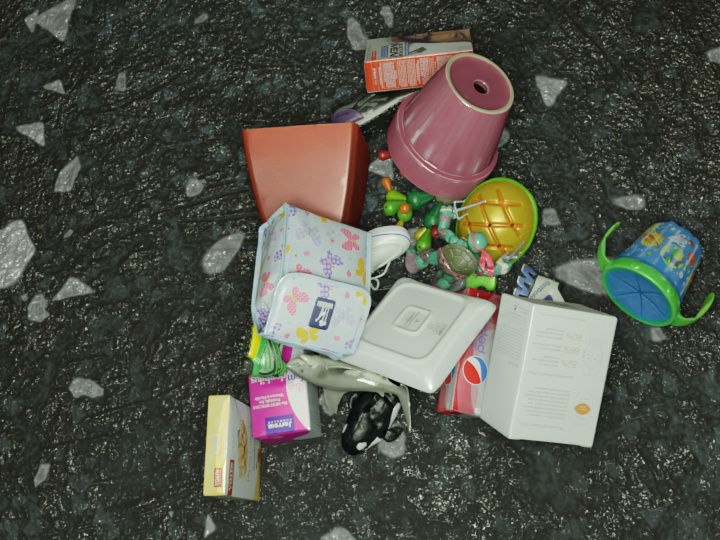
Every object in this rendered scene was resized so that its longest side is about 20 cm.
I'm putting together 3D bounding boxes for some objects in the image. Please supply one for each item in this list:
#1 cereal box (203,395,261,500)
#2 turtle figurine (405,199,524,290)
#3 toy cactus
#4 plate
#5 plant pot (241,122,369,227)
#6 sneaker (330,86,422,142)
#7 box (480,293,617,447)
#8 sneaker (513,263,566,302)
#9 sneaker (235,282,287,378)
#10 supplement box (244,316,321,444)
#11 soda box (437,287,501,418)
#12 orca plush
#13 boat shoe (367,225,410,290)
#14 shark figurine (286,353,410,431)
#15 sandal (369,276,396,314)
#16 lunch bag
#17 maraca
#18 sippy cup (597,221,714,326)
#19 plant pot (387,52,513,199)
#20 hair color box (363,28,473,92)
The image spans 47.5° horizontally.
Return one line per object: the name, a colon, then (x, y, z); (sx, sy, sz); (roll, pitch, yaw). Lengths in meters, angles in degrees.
cereal box: (-0.198, 0.285, 1.292); (0.038, 0.200, 0.148); (-2, 73, 7)
turtle figurine: (0.161, -0.032, 1.329); (0.100, 0.199, 0.151); (-38, 92, -40)
toy cactus: (0.117, -0.137, 1.444); (0.161, 0.103, 0.204); (-13, 63, -7)
plate: (0.085, 0.088, 1.294); (0.197, 0.033, 0.200); (15, 49, 38)
plant pot: (-0.086, -0.136, 1.417); (0.194, 0.200, 0.181); (-3, 83, 7)
sneaker: (0.037, -0.310, 1.510); (0.196, 0.076, 0.089); (-24, 65, 0)
box: (0.286, 0.151, 1.259); (0.149, 0.106, 0.205); (9, 95, -18)
sneaker: (0.294, 0.095, 1.347); (0.112, 0.081, 0.204); (15, 74, 14)
sneaker: (-0.143, 0.078, 1.320); (0.084, 0.078, 0.205); (18, 65, -23)
supplement box: (-0.129, 0.178, 1.368); (0.098, 0.104, 0.205); (-9, 73, 5)
soda box: (0.179, 0.136, 1.347); (0.062, 0.070, 0.205); (13, 74, -13)
orca plush: (0.041, 0.221, 1.348); (0.198, 0.071, 0.106); (-33, 72, -3)
boat shoe: (-0.003, -0.003, 1.391); (0.198, 0.075, 0.087); (-21, 44, 15)
shark figurine: (-0.014, 0.192, 1.310); (0.209, 0.128, 0.092); (16, 93, 5)
sandal: (0.068, 0.053, 1.409); (0.195, 0.043, 0.078); (9, 74, 10)
lunch bag: (-0.072, 0.023, 1.266); (0.166, 0.127, 0.205); (18, 63, -27)
maraca: (0.219, -0.060, 1.396); (0.136, 0.106, 0.203); (36, 107, 19)
sippy cup: (0.483, -0.004, 1.333); (0.131, 0.139, 0.179); (-47, 112, -19)
plant pot: (0.164, -0.255, 1.381); (0.195, 0.180, 0.204); (11, 55, -16)
hair color box: (0.107, -0.385, 1.500); (0.194, 0.065, 0.112); (-4, 35, 5)
